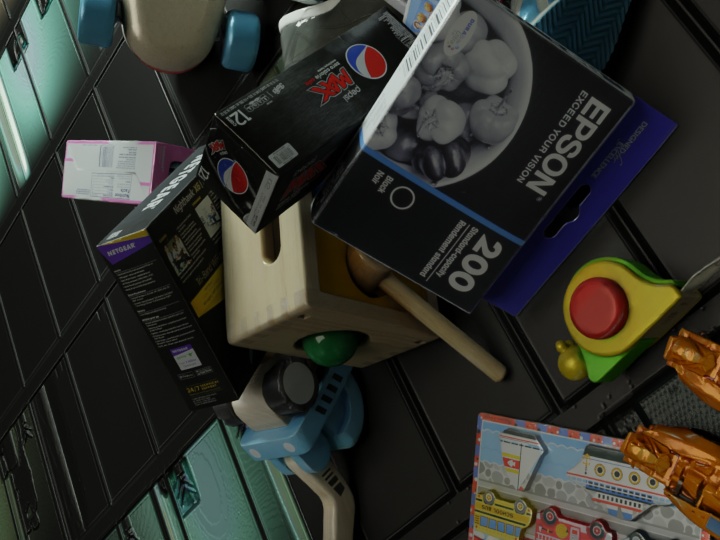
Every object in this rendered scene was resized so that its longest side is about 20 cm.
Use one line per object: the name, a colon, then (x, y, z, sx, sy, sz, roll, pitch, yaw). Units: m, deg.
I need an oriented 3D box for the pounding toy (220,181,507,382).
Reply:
pounding toy: (0.000, 0.000, 0.744, 0.141, 0.182, 0.204, -25, 62, 40)

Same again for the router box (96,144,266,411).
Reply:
router box: (-0.123, -0.006, 0.773, 0.051, 0.201, 0.159, -15, 113, 23)

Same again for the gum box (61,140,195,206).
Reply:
gum box: (-0.232, -0.103, 1.002, 0.198, 0.112, 0.068, 9, 93, 44)

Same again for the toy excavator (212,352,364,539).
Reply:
toy excavator: (-0.041, 0.163, 0.819, 0.099, 0.201, 0.196, -19, 31, 41)

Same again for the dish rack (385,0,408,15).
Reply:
dish rack: (0.043, -0.289, 0.684, 0.199, 0.044, 0.172, 39, 138, 5)

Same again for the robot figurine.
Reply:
robot figurine: (0.264, 0.122, 0.544, 0.198, 0.058, 0.148, 28, 101, 41)

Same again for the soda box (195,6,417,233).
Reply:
soda box: (-0.027, -0.115, 0.664, 0.063, 0.200, 0.071, 42, 142, 8)

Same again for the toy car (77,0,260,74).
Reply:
toy car: (-0.213, -0.298, 0.994, 0.200, 0.180, 0.181, -173, 88, -72)

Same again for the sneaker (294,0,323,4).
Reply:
sneaker: (-0.066, -0.300, 0.836, 0.198, 0.128, 0.081, 29, 108, 51)

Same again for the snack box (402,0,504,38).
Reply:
snack box: (0.061, -0.166, 0.716, 0.072, 0.024, 0.202, 39, 141, 22)

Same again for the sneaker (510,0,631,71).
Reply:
sneaker: (0.146, -0.197, 0.663, 0.080, 0.076, 0.202, 27, 87, 56)

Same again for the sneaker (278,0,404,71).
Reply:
sneaker: (-0.005, -0.200, 0.826, 0.198, 0.070, 0.102, -5, 85, 49)

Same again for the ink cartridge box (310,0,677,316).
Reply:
ink cartridge box: (0.095, -0.068, 0.639, 0.199, 0.197, 0.044, -54, 19, 26)

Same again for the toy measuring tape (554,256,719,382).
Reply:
toy measuring tape: (0.199, -0.001, 0.615, 0.201, 0.073, 0.074, -52, 55, 28)

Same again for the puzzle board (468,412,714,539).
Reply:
puzzle board: (0.161, 0.197, 0.671, 0.197, 0.017, 0.154, 4, 90, 43)
